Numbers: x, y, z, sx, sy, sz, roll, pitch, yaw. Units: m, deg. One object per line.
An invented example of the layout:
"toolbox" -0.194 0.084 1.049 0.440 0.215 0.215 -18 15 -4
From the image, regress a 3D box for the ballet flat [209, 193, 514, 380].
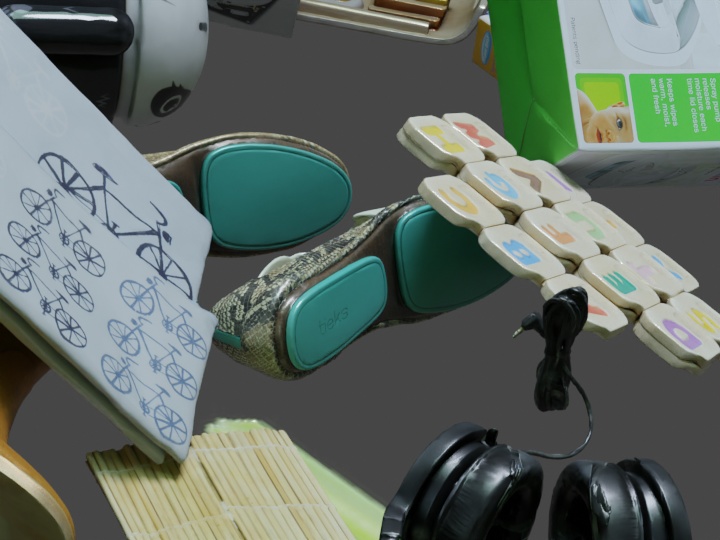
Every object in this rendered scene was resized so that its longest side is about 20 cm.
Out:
"ballet flat" 0.000 0.000 0.865 0.075 0.068 0.199 11 25 41

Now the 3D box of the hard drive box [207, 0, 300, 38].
"hard drive box" -0.104 -0.246 1.143 0.155 0.200 0.077 11 71 -4

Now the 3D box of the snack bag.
"snack bag" -0.131 -0.030 0.757 0.189 0.021 0.200 46 22 -21

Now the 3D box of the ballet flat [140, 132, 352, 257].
"ballet flat" -0.099 -0.040 0.904 0.199 0.071 0.065 -7 17 -35

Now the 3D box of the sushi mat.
"sushi mat" -0.035 0.124 0.664 0.095 0.012 0.200 -4 31 -26

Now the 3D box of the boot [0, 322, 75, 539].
"boot" -0.158 0.049 0.706 0.200 0.071 0.144 19 29 27

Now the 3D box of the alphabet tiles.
"alphabet tiles" 0.111 -0.019 0.893 0.200 0.015 0.195 41 21 16

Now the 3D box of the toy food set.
"toy food set" 0.006 -0.236 1.312 0.198 0.061 0.144 11 27 4

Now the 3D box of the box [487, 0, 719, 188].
"box" 0.176 -0.157 1.059 0.175 0.202 0.097 -2 -11 -21

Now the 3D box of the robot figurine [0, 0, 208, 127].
"robot figurine" -0.190 -0.145 1.014 0.198 0.125 0.151 1 47 -15

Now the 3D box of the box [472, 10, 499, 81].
"box" 0.168 -0.139 1.203 0.118 0.042 0.200 -7 29 -27

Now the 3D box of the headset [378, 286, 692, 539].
"headset" 0.074 0.089 0.675 0.122 0.095 0.200 12 29 4
